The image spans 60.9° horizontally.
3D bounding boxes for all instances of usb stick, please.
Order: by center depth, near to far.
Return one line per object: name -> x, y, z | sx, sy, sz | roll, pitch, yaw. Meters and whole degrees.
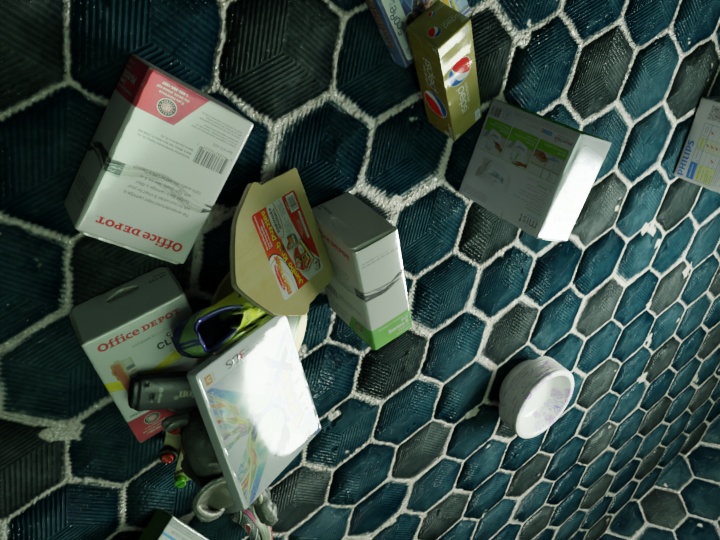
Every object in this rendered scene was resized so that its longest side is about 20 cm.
usb stick -> -0.219, 0.164, 0.855 | 0.198, 0.033, 0.056 | 3, 119, -33

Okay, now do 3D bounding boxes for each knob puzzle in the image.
knob puzzle -> -0.121, -0.025, 0.848 | 0.219, 0.030, 0.223 | 18, 68, -55

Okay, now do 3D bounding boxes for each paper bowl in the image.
paper bowl -> 0.424, 0.305, 1.520 | 0.199, 0.104, 0.203 | -20, 128, -27

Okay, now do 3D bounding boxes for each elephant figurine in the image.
elephant figurine -> -0.199, 0.299, 0.898 | 0.141, 0.153, 0.203 | -39, 141, -74

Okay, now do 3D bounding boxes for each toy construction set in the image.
toy construction set -> -0.250, 0.267, 0.983 | 0.129, 0.092, 0.203 | 13, 103, -16

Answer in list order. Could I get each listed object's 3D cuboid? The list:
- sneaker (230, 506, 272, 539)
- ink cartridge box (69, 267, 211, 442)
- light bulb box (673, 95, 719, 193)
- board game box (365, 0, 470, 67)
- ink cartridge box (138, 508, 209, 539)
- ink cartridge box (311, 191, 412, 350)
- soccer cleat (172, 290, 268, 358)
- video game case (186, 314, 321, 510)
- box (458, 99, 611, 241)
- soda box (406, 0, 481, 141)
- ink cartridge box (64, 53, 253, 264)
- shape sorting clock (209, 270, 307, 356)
sneaker -> -0.210, 0.464, 1.158 | 0.074, 0.081, 0.203 | -10, 117, -15
ink cartridge box -> -0.293, 0.119, 0.861 | 0.144, 0.083, 0.202 | -28, 131, -21
light bulb box -> 0.884, -0.287, 1.429 | 0.123, 0.200, 0.201 | -14, 125, -32
board game box -> 0.065, -0.404, 0.836 | 0.135, 0.034, 0.201 | -42, 134, -7
ink cartridge box -> -0.348, 0.521, 1.021 | 0.104, 0.059, 0.201 | 49, 56, -31
ink cartridge box -> 0.000, 0.000, 0.967 | 0.083, 0.145, 0.202 | -28, 131, -20
soccer cleat -> -0.160, 0.057, 0.829 | 0.199, 0.083, 0.065 | -35, 105, -41
video game case -> -0.135, 0.182, 0.833 | 0.182, 0.022, 0.203 | -37, 118, -51
box -> 0.286, -0.172, 1.041 | 0.096, 0.200, 0.179 | 1, 116, -38
soda box -> 0.127, -0.288, 0.901 | 0.064, 0.068, 0.200 | -41, 151, -7
ink cartridge box -> -0.244, -0.128, 0.740 | 0.144, 0.084, 0.202 | 21, 102, -43
shape sorting clock -> -0.154, 0.078, 0.936 | 0.199, 0.039, 0.203 | -4, 95, -54
